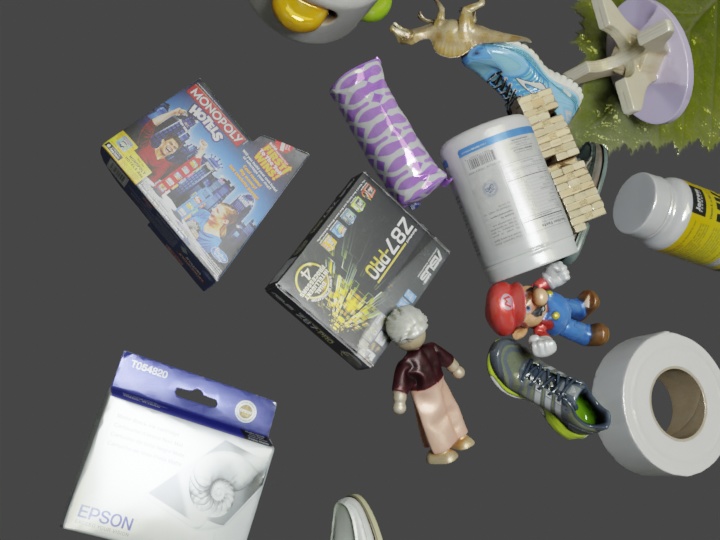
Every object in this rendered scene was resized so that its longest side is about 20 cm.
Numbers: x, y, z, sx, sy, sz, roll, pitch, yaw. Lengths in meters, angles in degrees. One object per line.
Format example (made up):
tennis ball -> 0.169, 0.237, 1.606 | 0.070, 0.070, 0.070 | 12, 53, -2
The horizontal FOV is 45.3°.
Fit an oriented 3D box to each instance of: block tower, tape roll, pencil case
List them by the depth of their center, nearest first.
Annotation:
pencil case -> 0.040, -0.178, 1.133 | 0.085, 0.084, 0.200 | -32, 92, -19
block tower -> 0.273, -0.148, 1.198 | 0.058, 0.054, 0.200 | -20, 84, -8
tape roll -> 0.432, 0.192, 1.238 | 0.202, 0.071, 0.203 | 6, 76, -23

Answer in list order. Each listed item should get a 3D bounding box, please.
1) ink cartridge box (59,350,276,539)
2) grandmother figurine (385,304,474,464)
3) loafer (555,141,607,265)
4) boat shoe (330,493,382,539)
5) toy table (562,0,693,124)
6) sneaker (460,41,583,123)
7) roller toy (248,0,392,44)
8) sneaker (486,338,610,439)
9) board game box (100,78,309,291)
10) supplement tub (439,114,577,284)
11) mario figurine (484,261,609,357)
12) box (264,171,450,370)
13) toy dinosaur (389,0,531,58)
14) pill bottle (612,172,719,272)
ink cartridge box -> -0.200, 0.210, 0.955 | 0.199, 0.041, 0.200 | 21, 70, -19
grandmother figurine -> 0.079, 0.138, 1.069 | 0.121, 0.061, 0.200 | -30, 106, -48
loafer -> 0.305, -0.107, 1.251 | 0.063, 0.072, 0.200 | 24, 71, -12
boat shoe -> -0.015, 0.361, 0.987 | 0.068, 0.075, 0.200 | 0, 79, -31
toy table -> 0.411, -0.320, 1.299 | 0.117, 0.184, 0.200 | -8, 68, -42
sneaker -> 0.232, -0.263, 1.249 | 0.200, 0.078, 0.090 | 26, 73, -16
roller toy -> -0.055, -0.400, 1.111 | 0.200, 0.140, 0.183 | -26, 89, -27
sneaker -> 0.256, 0.154, 1.158 | 0.200, 0.081, 0.074 | 35, 65, -13
board game box -> -0.171, -0.116, 1.034 | 0.200, 0.062, 0.200 | -42, 97, -28
supplement tub -> 0.197, -0.096, 1.162 | 0.132, 0.132, 0.200 | -19, 87, -27
mario figurine -> 0.257, 0.052, 1.157 | 0.200, 0.123, 0.106 | 8, 111, -33
box -> 0.000, 0.000, 1.094 | 0.161, 0.049, 0.200 | 44, 65, -14
toy dinosaur -> 0.146, -0.340, 1.215 | 0.200, 0.058, 0.101 | 7, 67, 15
pill bottle -> 0.490, -0.074, 1.303 | 0.200, 0.114, 0.114 | 15, 72, -21
